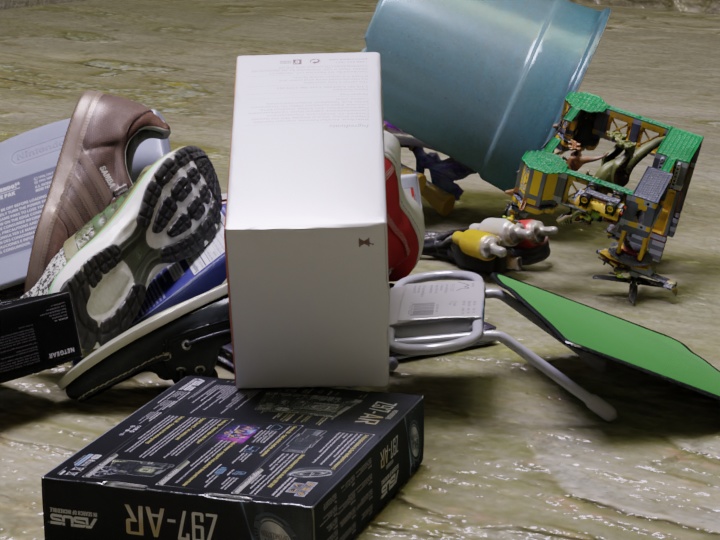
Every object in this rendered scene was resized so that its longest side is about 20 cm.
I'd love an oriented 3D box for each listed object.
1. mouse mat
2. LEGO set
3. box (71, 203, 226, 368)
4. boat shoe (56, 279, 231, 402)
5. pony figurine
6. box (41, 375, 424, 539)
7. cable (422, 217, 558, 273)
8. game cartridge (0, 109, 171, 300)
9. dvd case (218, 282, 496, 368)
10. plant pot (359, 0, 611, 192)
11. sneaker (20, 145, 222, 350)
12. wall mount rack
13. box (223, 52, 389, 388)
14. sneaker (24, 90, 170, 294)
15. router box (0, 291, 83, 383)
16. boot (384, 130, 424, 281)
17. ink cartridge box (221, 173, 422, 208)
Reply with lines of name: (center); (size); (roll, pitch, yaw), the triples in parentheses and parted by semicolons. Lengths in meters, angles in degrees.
mouse mat: (0.181, 0.049, 1.313); (0.161, 0.008, 0.200); (20, 8, -15)
LEGO set: (0.199, -0.052, 1.613); (0.153, 0.116, 0.200); (15, 31, 6)
box: (-0.129, 0.007, 1.431); (0.200, 0.032, 0.121); (-37, 17, -2)
boat shoe: (-0.106, 0.050, 1.319); (0.199, 0.066, 0.074); (-28, 1, -17)
pony figurine: (0.013, -0.123, 1.897); (0.200, 0.167, 0.193); (25, 33, 28)
box: (-0.067, 0.113, 1.115); (0.160, 0.044, 0.200); (4, 15, 18)
cable: (0.085, -0.033, 1.679); (0.097, 0.050, 0.200); (-17, 21, -41)
game cartridge: (-0.240, -0.052, 1.532); (0.200, 0.133, 0.042); (-17, -32, 9)
dvd case: (-0.021, 0.045, 1.445); (0.200, 0.016, 0.149); (-8, 17, -31)
plant pot: (0.102, -0.188, 1.786); (0.196, 0.201, 0.200); (25, 17, 3)
sneaker: (-0.178, -0.024, 1.394); (0.088, 0.077, 0.200); (2, 38, 39)
wall mount rack: (0.081, 0.053, 1.305); (0.173, 0.075, 0.200); (-3, 14, 5)
box: (-0.032, -0.035, 1.231); (0.097, 0.125, 0.200); (-1, 36, 0)
sneaker: (-0.199, -0.037, 1.455); (0.075, 0.200, 0.070); (13, -12, -2)
router box: (-0.306, 0.060, 1.269); (0.149, 0.051, 0.200); (-6, 7, 43)
boot: (0.000, 0.000, 1.455); (0.072, 0.145, 0.200); (5, -23, 11)
ink cartridge box: (-0.062, -0.048, 1.675); (0.162, 0.050, 0.200); (-4, 7, 32)
